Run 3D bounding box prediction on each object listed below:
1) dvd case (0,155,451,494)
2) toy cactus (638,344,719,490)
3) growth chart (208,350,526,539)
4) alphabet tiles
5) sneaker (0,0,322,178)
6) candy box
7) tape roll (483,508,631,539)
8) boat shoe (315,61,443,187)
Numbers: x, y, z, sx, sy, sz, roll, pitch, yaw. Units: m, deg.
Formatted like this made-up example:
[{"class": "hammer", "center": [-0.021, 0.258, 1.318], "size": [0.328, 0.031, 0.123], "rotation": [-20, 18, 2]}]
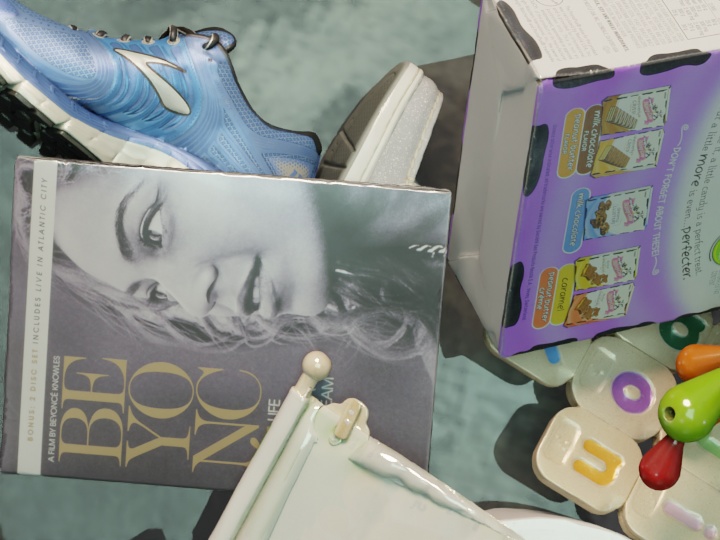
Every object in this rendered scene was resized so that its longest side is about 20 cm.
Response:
[{"class": "dvd case", "center": [-0.063, 0.028, 1.184], "size": [0.199, 0.016, 0.149], "rotation": [5, 100, 1]}, {"class": "toy cactus", "center": [0.223, 0.028, 1.178], "size": [0.199, 0.102, 0.165], "rotation": [-6, 123, -20]}, {"class": "growth chart", "center": [0.016, 0.152, 1.163], "size": [0.200, 0.018, 0.145], "rotation": [37, 104, 12]}, {"class": "alphabet tiles", "center": [0.163, 0.037, 1.245], "size": [0.195, 0.015, 0.200], "rotation": [31, 70, -4]}, {"class": "sneaker", "center": [-0.106, -0.085, 1.222], "size": [0.200, 0.079, 0.089], "rotation": [33, 78, -12]}, {"class": "candy box", "center": [0.150, -0.060, 1.168], "size": [0.199, 0.168, 0.072], "rotation": [-11, 47, -17]}, {"class": "tape roll", "center": [0.079, 0.215, 1.226], "size": [0.202, 0.071, 0.203], "rotation": [0, 87, -6]}, {"class": "boat shoe", "center": [0.000, 0.001, 1.227], "size": [0.065, 0.074, 0.203], "rotation": [20, 90, -11]}]
